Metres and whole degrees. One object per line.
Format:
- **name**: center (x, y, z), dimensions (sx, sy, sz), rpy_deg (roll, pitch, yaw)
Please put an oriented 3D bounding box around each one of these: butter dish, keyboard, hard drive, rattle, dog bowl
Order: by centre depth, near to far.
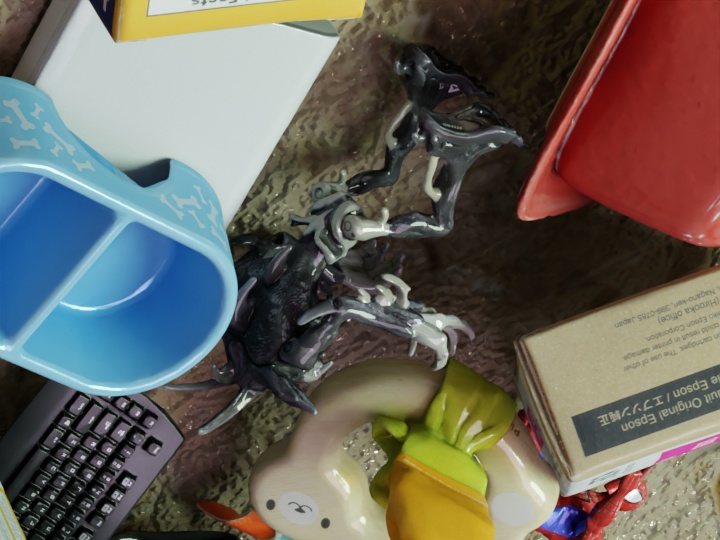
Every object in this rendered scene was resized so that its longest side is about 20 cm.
- **dog bowl**: center (-0.134, -0.008, 1.190), dimensions (0.200, 0.050, 0.111), rpy_deg (28, 111, -43)
- **hard drive**: center (-0.111, -0.043, 1.227), dimensions (0.132, 0.027, 0.200), rpy_deg (11, 121, -37)
- **butter dish**: center (0.196, -0.083, 1.258), dimensions (0.199, 0.148, 0.200), rpy_deg (-18, 142, -53)
- **keyboard**: center (-0.152, 0.143, 1.292), dimensions (0.104, 0.040, 0.200), rpy_deg (32, 102, -26)
- **rattle**: center (-0.011, 0.135, 1.312), dimensions (0.200, 0.143, 0.130), rpy_deg (-19, 134, 28)

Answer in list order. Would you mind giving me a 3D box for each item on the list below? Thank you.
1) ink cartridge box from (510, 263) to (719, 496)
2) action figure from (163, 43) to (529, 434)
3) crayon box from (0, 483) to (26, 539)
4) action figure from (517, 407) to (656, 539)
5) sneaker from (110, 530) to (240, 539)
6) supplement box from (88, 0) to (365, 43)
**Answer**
- **ink cartridge box**: center (0.162, 0.047, 1.327), dimensions (0.165, 0.075, 0.200), rpy_deg (-21, 173, 1)
- **action figure**: center (0.000, 0.000, 1.271), dimensions (0.102, 0.119, 0.200), rpy_deg (29, 105, -39)
- **crayon box**: center (-0.232, 0.062, 1.177), dimensions (0.052, 0.126, 0.200), rpy_deg (-39, 137, 6)
- **action figure**: center (0.074, 0.115, 1.453), dimensions (0.200, 0.065, 0.099), rpy_deg (-5, 139, -27)
- **sneaker**: center (-0.131, 0.198, 1.373), dimensions (0.200, 0.076, 0.115), rpy_deg (-33, 111, -6)
- **supplement box**: center (-0.052, -0.203, 1.057), dimensions (0.109, 0.110, 0.200), rpy_deg (-8, 131, -25)
